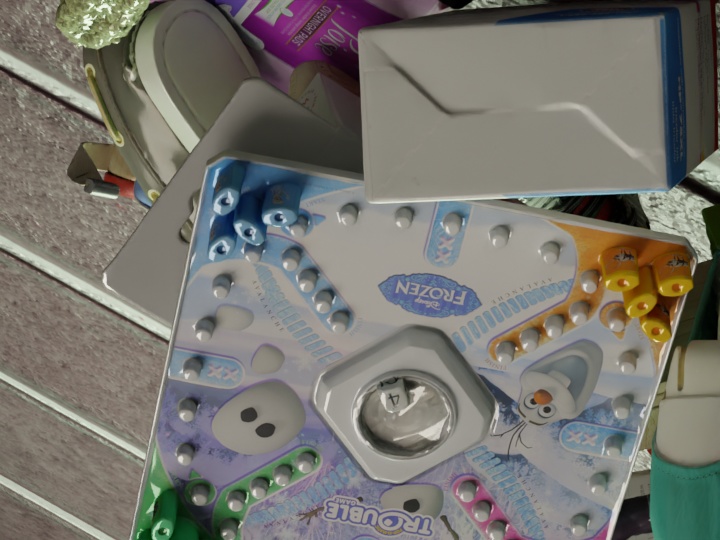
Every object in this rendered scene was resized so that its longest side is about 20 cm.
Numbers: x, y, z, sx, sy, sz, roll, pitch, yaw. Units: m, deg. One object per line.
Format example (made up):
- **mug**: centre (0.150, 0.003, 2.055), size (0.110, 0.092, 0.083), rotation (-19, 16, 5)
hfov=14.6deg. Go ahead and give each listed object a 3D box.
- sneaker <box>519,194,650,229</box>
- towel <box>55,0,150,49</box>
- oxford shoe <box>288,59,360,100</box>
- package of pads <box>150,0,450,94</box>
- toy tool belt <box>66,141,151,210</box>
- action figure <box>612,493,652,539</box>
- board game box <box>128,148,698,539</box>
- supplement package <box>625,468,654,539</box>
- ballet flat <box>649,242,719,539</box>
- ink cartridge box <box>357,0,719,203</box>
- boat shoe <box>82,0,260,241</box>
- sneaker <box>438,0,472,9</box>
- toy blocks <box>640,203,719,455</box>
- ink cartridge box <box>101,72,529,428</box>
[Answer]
- **sneaker**: centre (0.102, -0.036, 1.301), size (0.082, 0.078, 0.200), rotation (49, 174, 20)
- **towel**: centre (-0.074, -0.175, 1.152), size (0.036, 0.149, 0.200), rotation (22, 161, -13)
- **oxford shoe**: centre (0.020, -0.035, 1.297), size (0.200, 0.070, 0.075), rotation (55, -166, -61)
- **package of pads**: centre (-0.015, -0.146, 1.230), size (0.120, 0.076, 0.200), rotation (33, 160, -7)
- **toy tool belt**: centre (-0.063, -0.082, 1.420), size (0.125, 0.123, 0.200), rotation (11, -174, -30)
- **action figure**: centre (0.099, 0.132, 1.250), size (0.200, 0.130, 0.069), rotation (-10, 174, 11)
- **board game box**: centre (0.018, 0.060, 1.147), size (0.200, 0.026, 0.200), rotation (10, 119, -6)
- **supplement package**: centre (0.221, 0.151, 1.362), size (0.200, 0.121, 0.120), rotation (-9, 166, 5)
- **ballet flat**: centre (0.153, 0.042, 1.154), size (0.067, 0.200, 0.070), rotation (-7, 126, 28)
- **ink cartridge box**: centre (0.077, -0.071, 1.101), size (0.116, 0.067, 0.200), rotation (-2, -173, 14)
- **boat shoe**: centre (-0.062, -0.036, 1.297), size (0.060, 0.072, 0.202), rotation (-2, 126, 41)
- **sneaker**: centre (0.085, -0.132, 1.073), size (0.200, 0.112, 0.073), rotation (28, 159, 7)
- **toy blocks**: centre (0.172, 0.044, 1.309), size (0.137, 0.200, 0.100), rotation (80, 173, -65)
- **ink cartridge box**: centre (0.000, 0.000, 1.179), size (0.200, 0.115, 0.068), rotation (32, -164, -21)
